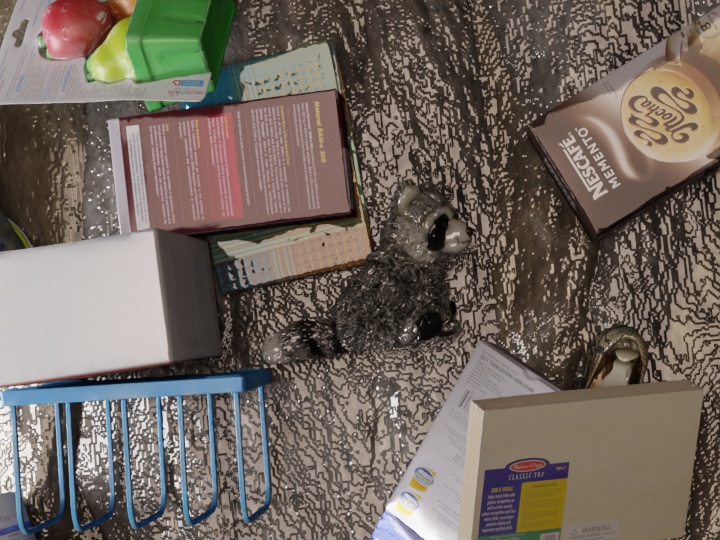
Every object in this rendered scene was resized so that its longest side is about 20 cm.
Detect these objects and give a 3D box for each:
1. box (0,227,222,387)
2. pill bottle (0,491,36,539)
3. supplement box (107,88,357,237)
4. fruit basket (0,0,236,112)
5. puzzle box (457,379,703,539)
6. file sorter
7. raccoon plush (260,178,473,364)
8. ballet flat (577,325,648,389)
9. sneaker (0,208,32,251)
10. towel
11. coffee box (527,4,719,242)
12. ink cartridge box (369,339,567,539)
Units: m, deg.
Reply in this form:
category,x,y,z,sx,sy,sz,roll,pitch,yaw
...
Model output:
category,x,y,z,sx,sy,sz,roll,pitch,yaw
box,-0.211,0.032,1.311,0.152,0.200,0.107,-8,88,6
pill bottle,-0.310,0.298,1.345,0.112,0.112,0.200,-22,83,4
supplement box,-0.108,-0.087,1.362,0.199,0.061,0.109,-6,88,6
fruit basket,-0.211,-0.206,1.374,0.199,0.094,0.186,-5,50,16
puzzle box,0.175,0.158,1.262,0.200,0.025,0.133,-3,109,-21
file sorter,-0.181,0.150,1.333,0.199,0.139,0.123,-3,88,5
raccoon plush,0.000,0.000,1.339,0.199,0.097,0.134,-11,91,3
ballet flat,0.196,0.141,1.326,0.068,0.075,0.200,16,87,4
sneaker,-0.351,-0.048,1.393,0.074,0.081,0.200,-32,83,3
towel,-0.074,-0.090,1.400,0.146,0.022,0.201,-12,86,6
coffee box,0.252,-0.123,1.339,0.200,0.080,0.113,-32,84,2
ink cartridge box,0.101,0.172,1.320,0.119,0.042,0.200,34,95,37
